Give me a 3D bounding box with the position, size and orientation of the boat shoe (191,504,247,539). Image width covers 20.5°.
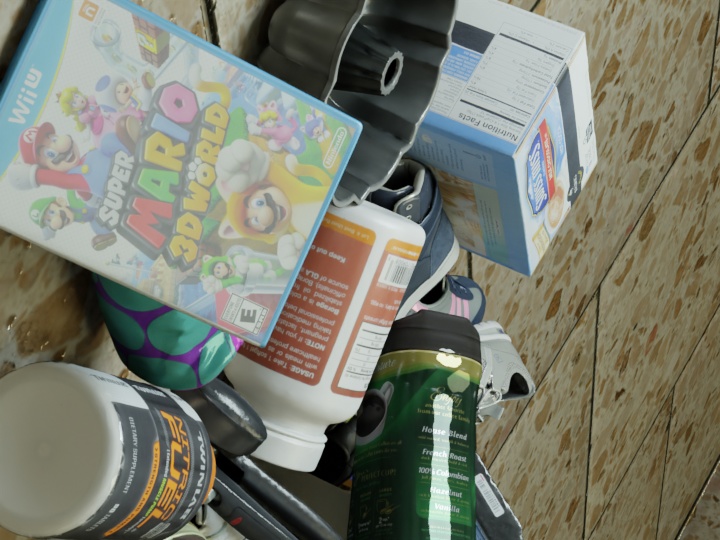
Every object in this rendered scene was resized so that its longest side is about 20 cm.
[{"bbox_3d":[-0.126,0.184,1.459,0.200,0.073,0.067,-40,149,-50],"label":"boat shoe"}]

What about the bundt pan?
[{"bbox_3d":[-0.010,-0.150,1.396,0.202,0.075,0.203,-53,155,-37],"label":"bundt pan"}]

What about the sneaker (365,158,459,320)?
[{"bbox_3d":[-0.001,-0.001,1.583,0.203,0.077,0.146,-53,152,-23],"label":"sneaker"}]

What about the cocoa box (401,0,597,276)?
[{"bbox_3d":[0.107,-0.113,1.649,0.132,0.133,0.200,-59,158,-21],"label":"cocoa box"}]

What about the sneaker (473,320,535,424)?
[{"bbox_3d":[0.092,0.099,1.745,0.200,0.082,0.075,-22,152,-52],"label":"sneaker"}]

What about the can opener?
[{"bbox_3d":[-0.082,0.160,1.425,0.200,0.078,0.063,50,50,-17],"label":"can opener"}]

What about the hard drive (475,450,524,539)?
[{"bbox_3d":[0.104,0.237,1.784,0.038,0.140,0.200,-30,176,-12],"label":"hard drive"}]

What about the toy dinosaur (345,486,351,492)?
[{"bbox_3d":[0.009,0.202,1.829,0.101,0.058,0.200,-54,-179,-24],"label":"toy dinosaur"}]

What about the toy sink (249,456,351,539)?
[{"bbox_3d":[-0.094,0.251,1.534,0.200,0.130,0.113,-45,151,-48],"label":"toy sink"}]

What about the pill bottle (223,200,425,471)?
[{"bbox_3d":[-0.037,0.041,1.482,0.201,0.112,0.112,-68,160,4],"label":"pill bottle"}]

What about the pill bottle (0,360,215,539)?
[{"bbox_3d":[-0.159,0.120,1.261,0.107,0.106,0.200,-67,161,-1],"label":"pill bottle"}]

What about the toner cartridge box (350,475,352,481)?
[{"bbox_3d":[0.050,0.225,1.700,0.043,0.095,0.200,-37,158,-5],"label":"toner cartridge box"}]

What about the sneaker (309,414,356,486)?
[{"bbox_3d":[0.005,0.130,1.631,0.200,0.072,0.083,-44,-174,17],"label":"sneaker"}]

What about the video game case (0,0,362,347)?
[{"bbox_3d":[-0.111,-0.061,1.114,0.144,0.199,0.018,-66,-157,-3],"label":"video game case"}]

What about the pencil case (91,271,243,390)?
[{"bbox_3d":[-0.124,-0.013,1.222,0.200,0.092,0.085,80,15,-54],"label":"pencil case"}]

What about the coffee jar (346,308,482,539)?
[{"bbox_3d":[0.041,0.134,1.513,0.104,0.085,0.201,-29,-126,58],"label":"coffee jar"}]

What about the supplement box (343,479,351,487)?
[{"bbox_3d":[0.027,0.125,1.800,0.200,0.069,0.067,-34,140,-53],"label":"supplement box"}]

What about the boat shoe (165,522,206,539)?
[{"bbox_3d":[-0.172,0.231,1.335,0.200,0.066,0.072,-25,121,-36],"label":"boat shoe"}]

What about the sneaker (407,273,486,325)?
[{"bbox_3d":[0.070,0.023,1.792,0.200,0.070,0.082,-29,141,-62],"label":"sneaker"}]
